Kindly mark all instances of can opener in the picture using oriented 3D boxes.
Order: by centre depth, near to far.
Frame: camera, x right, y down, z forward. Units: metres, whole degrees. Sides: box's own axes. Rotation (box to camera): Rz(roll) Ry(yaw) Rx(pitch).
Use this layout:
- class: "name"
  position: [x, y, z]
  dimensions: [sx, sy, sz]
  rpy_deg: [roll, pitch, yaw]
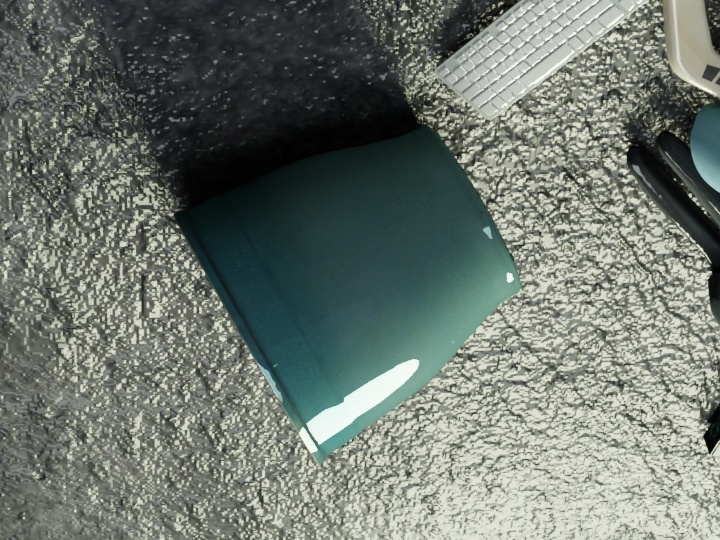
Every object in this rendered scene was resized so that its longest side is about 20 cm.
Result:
- class: "can opener"
  position: [0.265, -0.027, 1.613]
  dimensions: [0.063, 0.079, 0.200]
  rpy_deg: [-25, 119, 22]

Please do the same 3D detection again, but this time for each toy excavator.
- class: "toy excavator"
  position: [0.266, -0.114, 1.509]
  dimensions: [0.200, 0.100, 0.195]
  rpy_deg: [14, 104, -21]

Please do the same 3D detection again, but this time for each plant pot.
- class: "plant pot"
  position: [0.000, 0.000, 1.525]
  dimensions: [0.188, 0.200, 0.200]
  rpy_deg: [-31, 128, -2]

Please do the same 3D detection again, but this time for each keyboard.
- class: "keyboard"
  position: [0.136, -0.171, 1.478]
  dimensions: [0.056, 0.011, 0.200]
  rpy_deg: [42, 126, -16]

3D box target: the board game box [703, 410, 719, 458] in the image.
- class: "board game box"
  position: [0.376, 0.082, 1.736]
  dimensions: [0.135, 0.028, 0.200]
  rpy_deg: [15, 125, -19]
